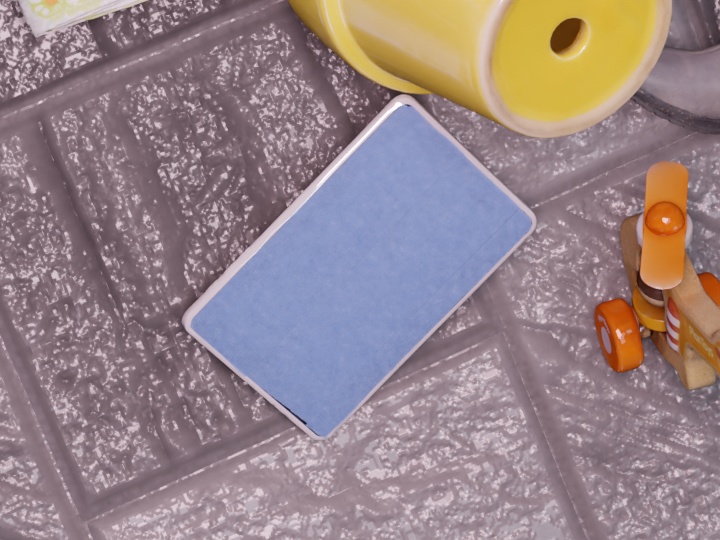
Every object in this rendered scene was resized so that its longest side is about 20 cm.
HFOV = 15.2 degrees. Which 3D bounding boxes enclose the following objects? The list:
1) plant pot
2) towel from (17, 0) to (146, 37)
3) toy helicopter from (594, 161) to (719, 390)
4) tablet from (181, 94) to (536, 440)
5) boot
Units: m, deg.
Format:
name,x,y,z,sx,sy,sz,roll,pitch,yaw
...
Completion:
name,x,y,z,sx,sy,sz,roll,pitch,yaw
plant pot,0.077,-0.175,1.569,0.200,0.189,0.201,-17,128,-22
towel,-0.151,-0.257,1.607,0.171,0.048,0.200,-19,97,5
toy helicopter,0.202,0.018,1.638,0.079,0.200,0.133,-15,114,-10
tablet,0.000,0.000,1.662,0.200,0.014,0.130,-46,114,6
boot,0.256,-0.150,1.684,0.199,0.070,0.132,11,119,-22
